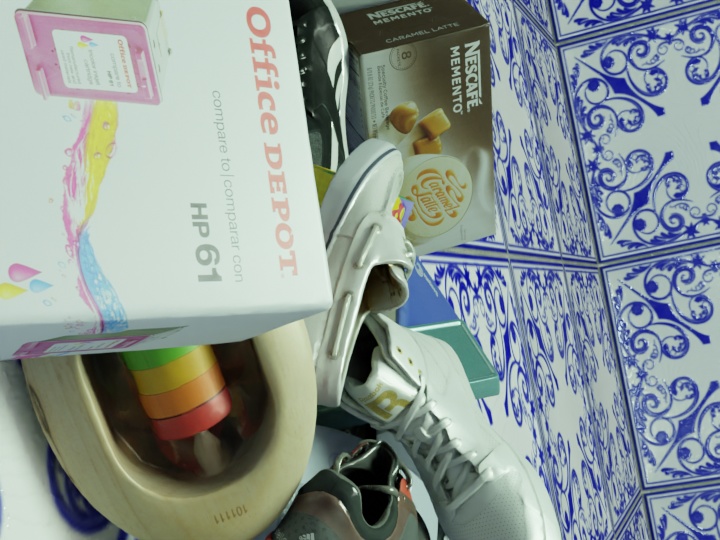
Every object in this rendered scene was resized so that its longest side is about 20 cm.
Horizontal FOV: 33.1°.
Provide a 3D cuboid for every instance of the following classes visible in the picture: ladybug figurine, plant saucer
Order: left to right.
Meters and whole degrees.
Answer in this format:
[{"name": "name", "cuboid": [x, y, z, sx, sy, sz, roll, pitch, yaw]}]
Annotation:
[{"name": "ladybug figurine", "cuboid": [-0.095, 0.040, 0.595, 0.072, 0.134, 0.203, -136, -150, -71]}, {"name": "plant saucer", "cuboid": [0.017, 0.071, 0.862, 0.198, 0.019, 0.070, -6, 53, -40]}]

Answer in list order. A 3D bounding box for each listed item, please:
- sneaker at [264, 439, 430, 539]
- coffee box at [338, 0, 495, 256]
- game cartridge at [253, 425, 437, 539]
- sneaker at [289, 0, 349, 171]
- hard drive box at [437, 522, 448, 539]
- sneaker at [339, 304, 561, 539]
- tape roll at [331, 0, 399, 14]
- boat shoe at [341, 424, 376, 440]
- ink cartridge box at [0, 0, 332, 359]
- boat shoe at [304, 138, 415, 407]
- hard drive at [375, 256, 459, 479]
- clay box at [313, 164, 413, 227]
[{"name": "sneaker", "cuboid": [0.010, 0.137, 0.677, 0.083, 0.076, 0.200, -64, 165, 3]}, {"name": "coffee box", "cuboid": [0.046, -0.118, 1.014, 0.080, 0.113, 0.202, -123, -158, -51]}, {"name": "game cartridge", "cuboid": [-0.020, 0.172, 0.770, 0.199, 0.040, 0.135, 30, 60, -45]}, {"name": "sneaker", "cuboid": [-0.052, -0.135, 0.894, 0.112, 0.072, 0.203, -14, 93, -73]}, {"name": "hard drive box", "cuboid": [0.068, 0.271, 1.009, 0.157, 0.076, 0.202, -75, 148, -53]}, {"name": "sneaker", "cuboid": [0.039, 0.105, 0.743, 0.115, 0.074, 0.201, 29, 21, -44]}, {"name": "tape roll", "cuboid": [-0.017, -0.316, 1.009, 0.202, 0.137, 0.206, -12, 90, -71]}, {"name": "boat shoe", "cuboid": [-0.001, 0.155, 0.884, 0.201, 0.065, 0.075, -81, 153, -47]}, {"name": "ink cartridge box", "cuboid": [-0.118, -0.044, 0.472, 0.198, 0.084, 0.147, -2, 78, -37]}, {"name": "boat shoe", "cuboid": [0.000, 0.000, 0.743, 0.072, 0.069, 0.201, 93, 18, -47]}, {"name": "hard drive", "cuboid": [0.054, 0.089, 0.956, 0.132, 0.025, 0.202, 54, 25, -35]}, {"name": "clay box", "cuboid": [-0.028, -0.012, 0.856, 0.116, 0.047, 0.200, -69, 163, 6]}]
